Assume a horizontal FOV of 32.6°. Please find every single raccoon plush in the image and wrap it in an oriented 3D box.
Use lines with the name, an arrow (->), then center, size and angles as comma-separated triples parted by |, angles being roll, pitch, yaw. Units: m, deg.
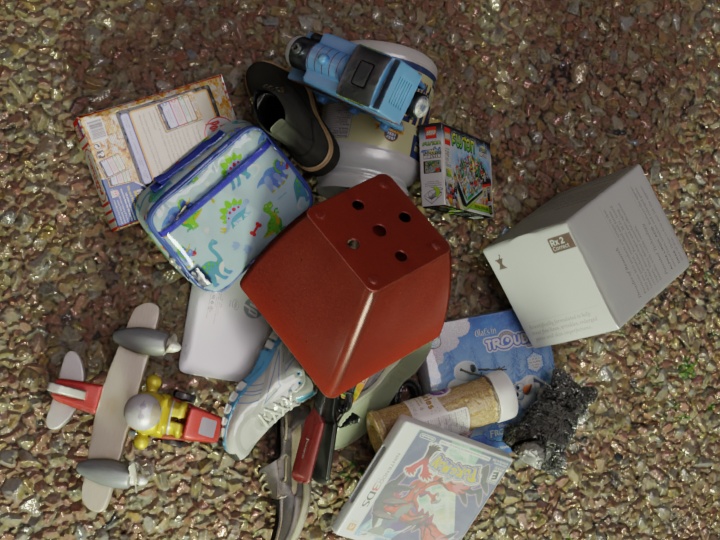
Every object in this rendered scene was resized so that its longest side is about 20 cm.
raccoon plush -> 0.269, 0.204, 1.652 | 0.097, 0.200, 0.134 | 34, 90, -3

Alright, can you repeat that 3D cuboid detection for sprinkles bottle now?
sprinkles bottle -> 0.110, 0.193, 1.652 | 0.200, 0.068, 0.068 | -16, 92, -15

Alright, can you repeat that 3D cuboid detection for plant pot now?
plant pot -> 0.000, 0.000, 1.524 | 0.200, 0.176, 0.200 | -27, 69, -33

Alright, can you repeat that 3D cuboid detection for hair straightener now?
hair straightener -> -0.035, 0.176, 1.583 | 0.077, 0.041, 0.200 | 16, 82, -46

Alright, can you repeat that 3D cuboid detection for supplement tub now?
supplement tub -> 0.018, -0.192, 1.650 | 0.145, 0.145, 0.200 | 13, 81, -19

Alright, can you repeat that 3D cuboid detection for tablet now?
tablet -> -0.163, 0.046, 1.634 | 0.130, 0.014, 0.200 | 11, 82, -20

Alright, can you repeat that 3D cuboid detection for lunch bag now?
lunch bag -> -0.174, -0.084, 1.561 | 0.200, 0.082, 0.161 | -41, 120, -11

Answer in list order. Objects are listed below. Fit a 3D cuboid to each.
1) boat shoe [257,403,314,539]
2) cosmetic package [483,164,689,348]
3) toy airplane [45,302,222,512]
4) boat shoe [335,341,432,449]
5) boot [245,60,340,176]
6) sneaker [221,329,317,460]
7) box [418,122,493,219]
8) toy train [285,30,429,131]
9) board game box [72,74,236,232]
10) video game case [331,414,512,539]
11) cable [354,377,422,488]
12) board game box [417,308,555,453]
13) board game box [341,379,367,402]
boat shoe -> -0.101, 0.269, 1.617 | 0.073, 0.074, 0.200 | 14, 72, -10
cosmetic package -> 0.314, -0.019, 1.711 | 0.200, 0.165, 0.165 | -34, 99, -38
toy airplane -> -0.287, 0.165, 1.510 | 0.199, 0.141, 0.200 | -30, 97, -19
boat shoe -> 0.012, 0.153, 1.668 | 0.201, 0.061, 0.072 | -48, 144, -5
boot -> -0.111, -0.222, 1.567 | 0.077, 0.138, 0.200 | -44, 58, 7
sneaker -> -0.106, 0.158, 1.584 | 0.200, 0.087, 0.075 | -62, 150, -23
box -> 0.132, -0.132, 1.678 | 0.035, 0.200, 0.110 | -4, 87, 24
toy train -> -0.008, -0.241, 1.525 | 0.114, 0.200, 0.087 | 25, 92, -59
board game box -> -0.251, -0.153, 1.598 | 0.200, 0.046, 0.152 | -20, 93, -21
video game case -> 0.084, 0.295, 1.638 | 0.200, 0.023, 0.182 | 23, 103, -34
cable -> 0.058, 0.250, 1.681 | 0.097, 0.050, 0.200 | 27, 79, -19
board game box -> 0.182, 0.161, 1.740 | 0.200, 0.043, 0.199 | -10, 89, -21
board game box -> 0.000, 0.072, 1.657 | 0.095, 0.030, 0.200 | 23, 76, 28
